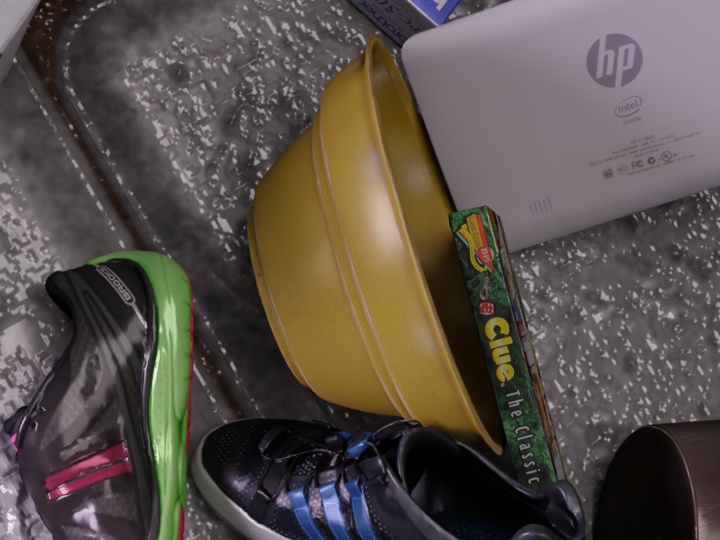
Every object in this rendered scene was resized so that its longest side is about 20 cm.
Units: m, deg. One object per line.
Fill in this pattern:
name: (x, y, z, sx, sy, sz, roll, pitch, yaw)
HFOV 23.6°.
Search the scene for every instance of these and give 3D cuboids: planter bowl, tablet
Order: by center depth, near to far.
planter bowl: (0.000, 0.000, 0.801, 0.083, 0.200, 0.203, -18, 83, 9)
tablet: (0.131, -0.088, 0.854, 0.198, 0.014, 0.131, -18, 116, 10)

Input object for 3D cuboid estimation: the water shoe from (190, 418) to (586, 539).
water shoe: (0.013, 0.092, 0.761, 0.198, 0.080, 0.072, 18, 42, 23)

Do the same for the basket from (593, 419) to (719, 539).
basket: (0.229, 0.145, 0.862, 0.197, 0.136, 0.183, 7, 67, -17)

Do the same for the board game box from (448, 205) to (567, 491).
board game box: (0.080, 0.070, 0.826, 0.023, 0.105, 0.202, -15, 88, 5)

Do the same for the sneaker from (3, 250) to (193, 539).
sneaker: (-0.119, 0.091, 0.771, 0.083, 0.077, 0.203, 3, 72, -4)

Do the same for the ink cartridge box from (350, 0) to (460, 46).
ink cartridge box: (-0.016, -0.217, 0.898, 0.200, 0.044, 0.094, 41, 67, -9)

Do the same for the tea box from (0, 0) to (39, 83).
tea box: (-0.269, -0.087, 0.711, 0.199, 0.133, 0.198, 34, 67, -11)
